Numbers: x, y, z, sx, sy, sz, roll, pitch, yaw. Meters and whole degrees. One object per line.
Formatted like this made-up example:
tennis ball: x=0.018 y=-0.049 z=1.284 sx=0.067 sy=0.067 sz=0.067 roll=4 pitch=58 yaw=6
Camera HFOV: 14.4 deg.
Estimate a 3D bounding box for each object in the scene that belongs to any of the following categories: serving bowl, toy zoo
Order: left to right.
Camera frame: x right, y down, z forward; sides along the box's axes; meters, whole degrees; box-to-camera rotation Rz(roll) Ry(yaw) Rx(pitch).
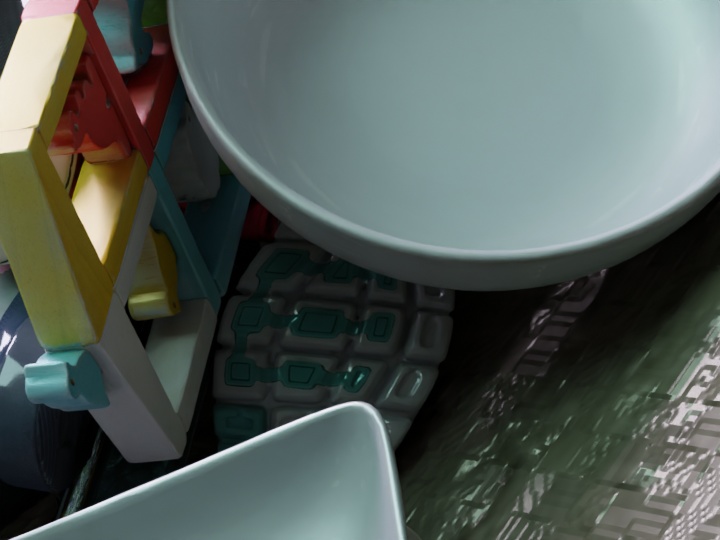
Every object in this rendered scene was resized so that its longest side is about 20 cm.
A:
toy zoo: x=-0.072 y=-0.035 z=0.890 sx=0.020 sy=0.131 sz=0.200 roll=-7 pitch=42 yaw=18
serving bowl: x=0.038 y=-0.074 z=0.924 sx=0.200 sy=0.200 sz=0.066 roll=-58 pitch=-14 yaw=-26

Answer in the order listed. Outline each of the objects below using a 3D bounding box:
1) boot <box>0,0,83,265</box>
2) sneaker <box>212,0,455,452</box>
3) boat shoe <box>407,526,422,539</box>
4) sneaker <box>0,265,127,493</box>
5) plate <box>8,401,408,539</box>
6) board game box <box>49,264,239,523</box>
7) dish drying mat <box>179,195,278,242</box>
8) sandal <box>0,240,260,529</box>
boot: x=-0.085 y=-0.058 z=0.972 sx=0.072 sy=0.144 sz=0.200 roll=-35 pitch=40 yaw=24
sneaker: x=0.000 y=0.000 z=0.981 sx=0.091 sy=0.077 sz=0.201 roll=92 pitch=-166 yaw=-67
boat shoe: x=-0.052 y=0.151 z=0.814 sx=0.200 sy=0.074 sz=0.060 roll=-58 pitch=29 yaw=-7
sneaker: x=-0.122 y=0.017 z=0.948 sx=0.200 sy=0.082 sz=0.070 roll=-87 pitch=4 yaw=-72
plate: x=-0.058 y=0.157 z=0.740 sx=0.199 sy=0.032 sz=0.201 roll=-23 pitch=60 yaw=21
board game box: x=-0.090 y=0.103 z=0.938 sx=0.200 sy=0.028 sz=0.135 roll=-76 pitch=11 yaw=-49
dish drying mat: x=-0.080 y=-0.055 z=1.104 sx=0.200 sy=0.018 sz=0.077 roll=9 pitch=72 yaw=53
sandal: x=-0.113 y=0.041 z=1.046 sx=0.200 sy=0.048 sz=0.075 roll=-43 pitch=-14 yaw=-41
